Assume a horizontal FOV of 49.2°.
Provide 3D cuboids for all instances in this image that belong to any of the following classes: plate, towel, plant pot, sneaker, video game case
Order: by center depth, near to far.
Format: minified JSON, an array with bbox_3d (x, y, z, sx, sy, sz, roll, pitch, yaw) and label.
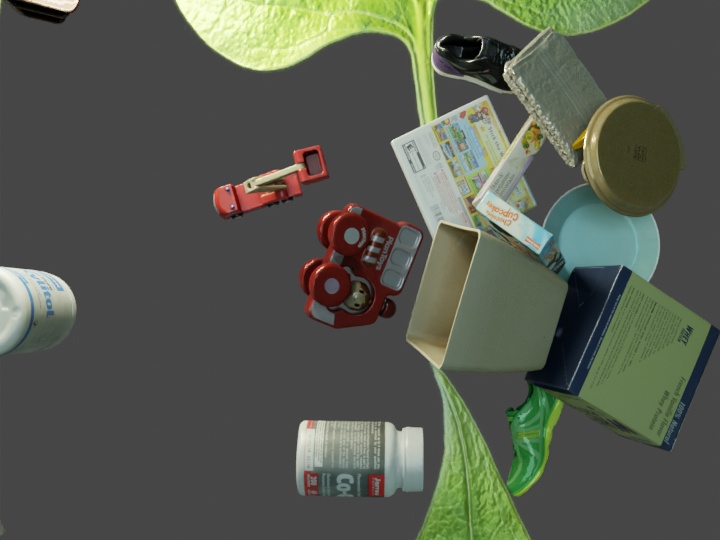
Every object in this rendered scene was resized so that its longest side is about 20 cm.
[{"bbox_3d":[0.199,0.052,1.208,0.173,0.200,0.204,15,94,-14],"label":"plant pot"},{"bbox_3d":[0.265,0.257,1.258,0.082,0.074,0.204,19,79,0],"label":"sneaker"},{"bbox_3d":[0.322,-0.278,1.261,0.132,0.034,0.201,-41,99,-22],"label":"towel"},{"bbox_3d":[0.213,-0.338,1.272,0.195,0.088,0.078,7,88,1],"label":"sneaker"},{"bbox_3d":[0.390,-0.042,1.288,0.195,0.026,0.206,0,88,2],"label":"plate"},{"bbox_3d":[0.170,-0.159,1.300,0.179,0.023,0.204,-24,86,1],"label":"video game case"}]

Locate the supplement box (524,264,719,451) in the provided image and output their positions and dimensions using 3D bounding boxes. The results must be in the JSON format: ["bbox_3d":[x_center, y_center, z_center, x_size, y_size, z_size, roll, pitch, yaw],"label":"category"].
[{"bbox_3d":[0.395,0.129,1.192,0.197,0.134,0.203,29,82,-14],"label":"supplement box"}]

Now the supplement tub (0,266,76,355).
[{"bbox_3d":[-0.539,0.063,1.220,0.128,0.200,0.136,0,88,1],"label":"supplement tub"}]

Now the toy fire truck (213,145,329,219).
[{"bbox_3d":[-0.145,-0.135,1.247,0.196,0.141,0.050,-17,87,1],"label":"toy fire truck"}]

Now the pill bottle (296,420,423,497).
[{"bbox_3d":[0.001,0.297,1.239,0.195,0.114,0.117,1,88,2],"label":"pill bottle"}]

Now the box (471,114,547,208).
[{"bbox_3d":[0.250,-0.177,1.264,0.038,0.041,0.202,36,76,-4],"label":"box"}]

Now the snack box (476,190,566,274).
[{"bbox_3d":[0.247,-0.050,1.190,0.116,0.200,0.037,39,94,23],"label":"snack box"}]

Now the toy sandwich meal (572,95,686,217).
[{"bbox_3d":[0.422,-0.181,1.239,0.200,0.070,0.211,1,87,-19],"label":"toy sandwich meal"}]

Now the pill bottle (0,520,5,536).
[{"bbox_3d":[-0.650,0.352,1.256,0.111,0.112,0.203,-30,88,0],"label":"pill bottle"}]

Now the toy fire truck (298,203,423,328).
[{"bbox_3d":[0.000,0.000,1.263,0.165,0.112,0.204,22,89,-16],"label":"toy fire truck"}]

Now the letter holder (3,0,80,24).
[{"bbox_3d":[-0.491,-0.519,1.294,0.139,0.101,0.205,13,88,0],"label":"letter holder"}]
